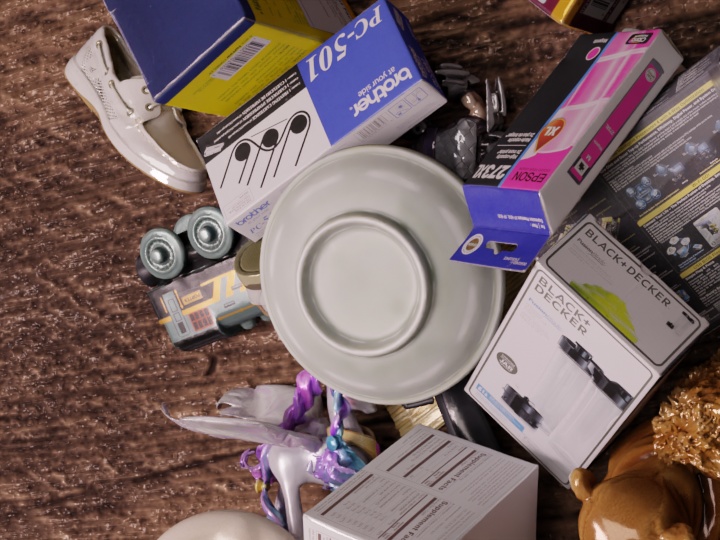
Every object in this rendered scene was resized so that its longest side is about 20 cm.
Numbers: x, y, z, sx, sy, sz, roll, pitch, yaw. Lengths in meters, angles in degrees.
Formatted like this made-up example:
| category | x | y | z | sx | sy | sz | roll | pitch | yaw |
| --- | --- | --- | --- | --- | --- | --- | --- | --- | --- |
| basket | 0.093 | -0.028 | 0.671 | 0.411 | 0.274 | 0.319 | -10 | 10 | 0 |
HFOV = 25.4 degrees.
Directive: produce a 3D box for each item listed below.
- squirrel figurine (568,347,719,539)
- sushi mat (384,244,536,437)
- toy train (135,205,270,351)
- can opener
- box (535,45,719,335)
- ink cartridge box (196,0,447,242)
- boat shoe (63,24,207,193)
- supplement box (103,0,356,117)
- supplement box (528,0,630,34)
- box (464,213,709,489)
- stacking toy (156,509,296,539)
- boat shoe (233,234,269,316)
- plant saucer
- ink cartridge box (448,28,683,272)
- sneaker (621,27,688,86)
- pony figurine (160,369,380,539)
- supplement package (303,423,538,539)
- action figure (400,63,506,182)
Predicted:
| category | x | y | z | sx | sy | sz | roll | pitch | yaw |
| --- | --- | --- | --- | --- | --- | --- | --- | --- | --- |
| squirrel figurine | 0.218 | 0.143 | 1.106 | 0.141 | 0.186 | 0.201 | 35 | 106 | 28 |
| sushi mat | 0.085 | 0.053 | 1.296 | 0.200 | 0.012 | 0.096 | -41 | 69 | 25 |
| toy train | -0.103 | -0.007 | 1.381 | 0.199 | 0.085 | 0.115 | -21 | 95 | 27 |
| can opener | 0.078 | 0.116 | 1.263 | 0.078 | 0.063 | 0.201 | -27 | 89 | 1 |
| box | 0.228 | -0.037 | 1.146 | 0.200 | 0.049 | 0.161 | -38 | 102 | 27 |
| ink cartridge box | -0.034 | -0.119 | 1.277 | 0.199 | 0.044 | 0.094 | -35 | 55 | 17 |
| boat shoe | -0.197 | -0.151 | 1.449 | 0.200 | 0.071 | 0.070 | 47 | 114 | 26 |
| supplement box | -0.095 | -0.199 | 1.309 | 0.109 | 0.199 | 0.109 | -37 | 69 | 25 |
| supplement box | 0.132 | -0.283 | 1.234 | 0.200 | 0.085 | 0.111 | 43 | 111 | 26 |
| box | 0.156 | 0.063 | 1.147 | 0.117 | 0.060 | 0.200 | 44 | 150 | 12 |
| stacking toy | -0.105 | 0.272 | 1.269 | 0.145 | 0.200 | 0.148 | 1 | 76 | -3 |
| boat shoe | 0.000 | 0.000 | 1.279 | 0.198 | 0.069 | 0.075 | -4 | 43 | 25 |
| plant saucer | 0.008 | 0.008 | 1.199 | 0.198 | 0.050 | 0.202 | 5 | 103 | 20 |
| ink cartridge box | 0.137 | -0.087 | 1.123 | 0.201 | 0.037 | 0.094 | -54 | 27 | -15 |
| sneaker | 0.172 | -0.099 | 1.224 | 0.200 | 0.074 | 0.087 | -42 | 53 | 19 |
| pony figurine | -0.049 | 0.152 | 1.313 | 0.191 | 0.166 | 0.202 | -4 | 95 | 17 |
| supplement package | 0.048 | 0.247 | 1.194 | 0.110 | 0.155 | 0.202 | 17 | 121 | 32 |
| action figure | 0.046 | -0.101 | 1.296 | 0.199 | 0.069 | 0.131 | 7 | 87 | 29 |
